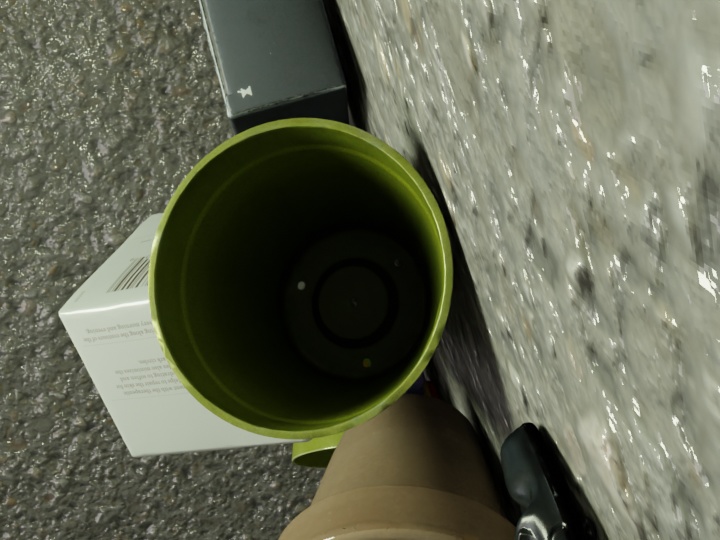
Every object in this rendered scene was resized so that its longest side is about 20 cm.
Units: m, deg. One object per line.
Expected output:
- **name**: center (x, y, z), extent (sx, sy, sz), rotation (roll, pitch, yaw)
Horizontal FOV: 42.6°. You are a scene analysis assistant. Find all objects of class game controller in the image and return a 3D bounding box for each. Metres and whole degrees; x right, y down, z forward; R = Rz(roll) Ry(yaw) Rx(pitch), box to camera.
- **game controller**: center (0.112, 0.181, 0.507), extent (0.105, 0.042, 0.202), rotation (-86, -16, -58)

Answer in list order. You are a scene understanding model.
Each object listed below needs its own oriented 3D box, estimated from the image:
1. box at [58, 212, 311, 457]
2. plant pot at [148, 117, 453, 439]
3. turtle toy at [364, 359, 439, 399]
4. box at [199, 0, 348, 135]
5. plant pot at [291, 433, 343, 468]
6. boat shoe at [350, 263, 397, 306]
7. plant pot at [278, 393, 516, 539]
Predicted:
- **box**: center (-0.129, 0.046, 0.880), extent (0.201, 0.197, 0.173), rotation (-62, -43, -56)
- **plant pot**: center (-0.023, 0.014, 0.672), extent (0.193, 0.198, 0.203), rotation (31, -140, -77)
- **turtle toy**: center (0.034, 0.148, 0.939), extent (0.200, 0.100, 0.148), rotation (-109, 7, -78)
- **box**: center (-0.077, -0.182, 0.864), extent (0.200, 0.103, 0.150), rotation (89, 166, -77)
- **plant pot**: center (-0.006, 0.155, 1.271), extent (0.187, 0.184, 0.203), rotation (81, -176, -70)
- **boat shoe**: center (0.000, 0.000, 0.882), extent (0.062, 0.072, 0.203), rotation (-17, -86, -56)
- **plant pot**: center (0.038, 0.194, 0.706), extent (0.176, 0.197, 0.202), rotation (-81, -21, -53)
